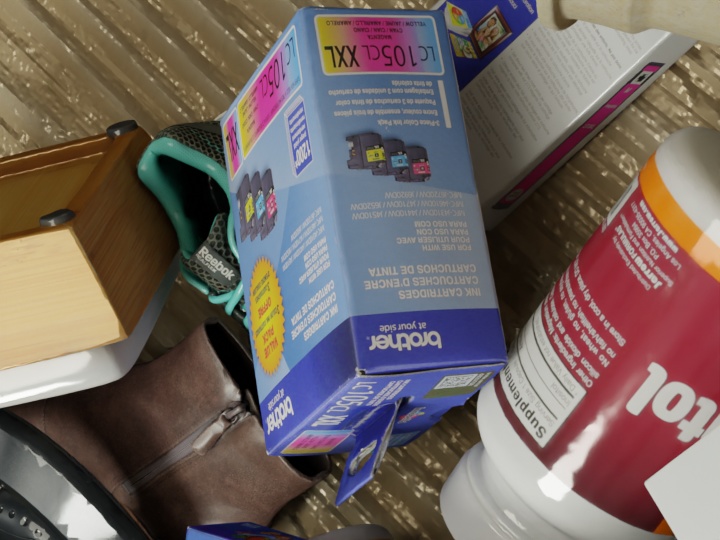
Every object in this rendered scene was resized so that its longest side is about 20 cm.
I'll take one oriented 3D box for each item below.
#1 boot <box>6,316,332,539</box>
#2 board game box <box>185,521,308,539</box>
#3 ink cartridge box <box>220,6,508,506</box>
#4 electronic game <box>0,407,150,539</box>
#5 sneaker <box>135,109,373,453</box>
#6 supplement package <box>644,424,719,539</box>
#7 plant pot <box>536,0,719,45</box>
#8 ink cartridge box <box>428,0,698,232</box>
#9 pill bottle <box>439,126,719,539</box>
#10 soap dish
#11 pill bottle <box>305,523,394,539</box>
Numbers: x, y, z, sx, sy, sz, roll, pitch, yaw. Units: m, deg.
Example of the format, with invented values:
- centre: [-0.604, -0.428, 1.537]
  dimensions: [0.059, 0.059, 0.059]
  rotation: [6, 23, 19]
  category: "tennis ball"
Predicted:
- centre: [-0.109, 0.064, 1.153]
  dimensions: [0.200, 0.072, 0.166]
  rotation: [51, 135, 9]
  category: "boot"
- centre: [0.003, 0.196, 0.962]
  dimensions: [0.199, 0.045, 0.135]
  rotation: [12, 95, 37]
  category: "board game box"
- centre: [0.000, 0.000, 1.017]
  dimensions: [0.136, 0.076, 0.201]
  rotation: [134, 129, -62]
  category: "ink cartridge box"
- centre: [-0.159, 0.142, 1.168]
  dimensions: [0.199, 0.042, 0.201]
  rotation: [32, 149, 22]
  category: "electronic game"
- centre: [-0.048, 0.006, 1.113]
  dimensions: [0.078, 0.091, 0.201]
  rotation: [-45, 65, 29]
  category: "sneaker"
- centre: [0.217, 0.088, 0.845]
  dimensions: [0.109, 0.199, 0.114]
  rotation: [-41, 66, 29]
  category: "supplement package"
- centre: [0.191, -0.153, 0.872]
  dimensions: [0.183, 0.200, 0.202]
  rotation: [24, 105, 11]
  category: "plant pot"
- centre: [0.092, -0.114, 1.041]
  dimensions: [0.200, 0.037, 0.095]
  rotation: [-44, 65, 31]
  category: "ink cartridge box"
- centre: [0.123, 0.047, 0.971]
  dimensions: [0.113, 0.113, 0.200]
  rotation: [48, 117, 27]
  category: "pill bottle"
- centre: [-0.172, -0.002, 1.113]
  dimensions: [0.156, 0.200, 0.082]
  rotation: [-13, 108, 10]
  category: "soap dish"
- centre: [0.005, 0.231, 1.061]
  dimensions: [0.112, 0.112, 0.201]
  rotation: [-37, 69, 31]
  category: "pill bottle"
